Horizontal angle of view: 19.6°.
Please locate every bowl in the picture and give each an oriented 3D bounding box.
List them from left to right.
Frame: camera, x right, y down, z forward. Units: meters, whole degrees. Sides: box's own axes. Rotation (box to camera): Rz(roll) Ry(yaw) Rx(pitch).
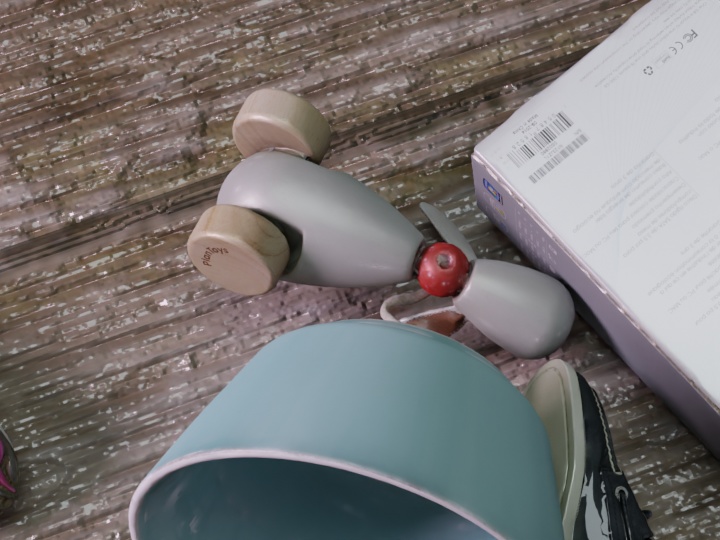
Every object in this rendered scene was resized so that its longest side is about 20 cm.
[{"bbox_3d":[0.008,0.097,0.929,0.199,0.201,0.105,13,54,9],"label":"bowl"}]

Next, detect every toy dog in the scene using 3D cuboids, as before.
[{"bbox_3d":[0.000,0.000,1.059,0.200,0.096,0.132,44,66,7],"label":"toy dog"}]

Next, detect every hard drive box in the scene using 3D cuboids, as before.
[{"bbox_3d":[0.177,-0.025,1.037,0.156,0.077,0.200,-39,71,-9],"label":"hard drive box"}]

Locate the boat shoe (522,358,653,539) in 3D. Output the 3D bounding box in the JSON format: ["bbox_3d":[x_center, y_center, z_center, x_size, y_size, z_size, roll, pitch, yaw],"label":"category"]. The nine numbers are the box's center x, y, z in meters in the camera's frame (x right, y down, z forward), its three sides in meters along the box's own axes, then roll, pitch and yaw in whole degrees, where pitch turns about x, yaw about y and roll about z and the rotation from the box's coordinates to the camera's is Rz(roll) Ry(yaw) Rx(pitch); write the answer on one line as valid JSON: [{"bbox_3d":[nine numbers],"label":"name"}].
[{"bbox_3d":[0.109,0.136,0.977,0.066,0.075,0.200,17,47,-22],"label":"boat shoe"}]

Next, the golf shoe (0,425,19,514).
[{"bbox_3d":[-0.248,0.051,1.025,0.199,0.092,0.073,35,95,-3],"label":"golf shoe"}]
